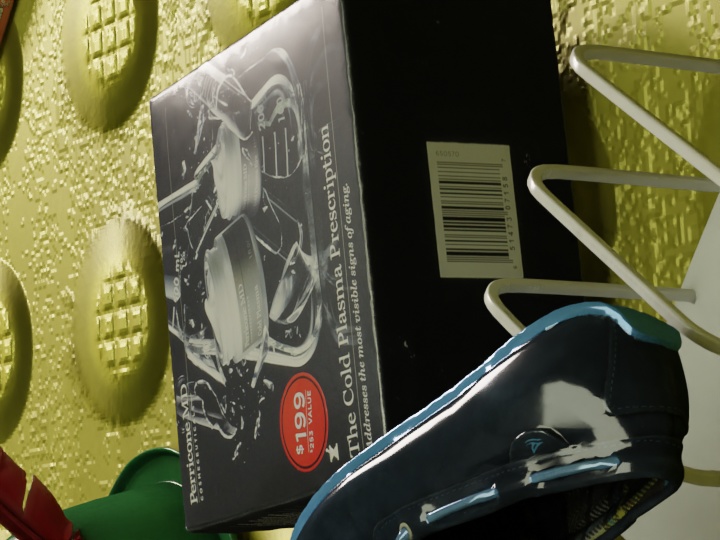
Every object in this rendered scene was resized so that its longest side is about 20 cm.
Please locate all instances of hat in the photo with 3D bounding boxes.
[{"bbox_3d":[-0.171,0.166,1.176,0.166,0.175,0.201,-54,47,39],"label":"hat"}]

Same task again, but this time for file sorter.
[{"bbox_3d":[0.116,0.039,0.816,0.139,0.124,0.201,46,125,47],"label":"file sorter"}]

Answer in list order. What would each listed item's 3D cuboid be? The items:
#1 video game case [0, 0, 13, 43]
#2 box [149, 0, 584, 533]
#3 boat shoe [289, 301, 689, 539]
[{"bbox_3d":[-0.254,-0.171,1.454,0.143,0.017,0.201,51,128,44],"label":"video game case"},{"bbox_3d":[0.000,0.000,0.992,0.182,0.104,0.201,-25,68,58],"label":"box"},{"bbox_3d":[0.030,0.087,0.754,0.200,0.084,0.069,-54,35,44],"label":"boat shoe"}]
